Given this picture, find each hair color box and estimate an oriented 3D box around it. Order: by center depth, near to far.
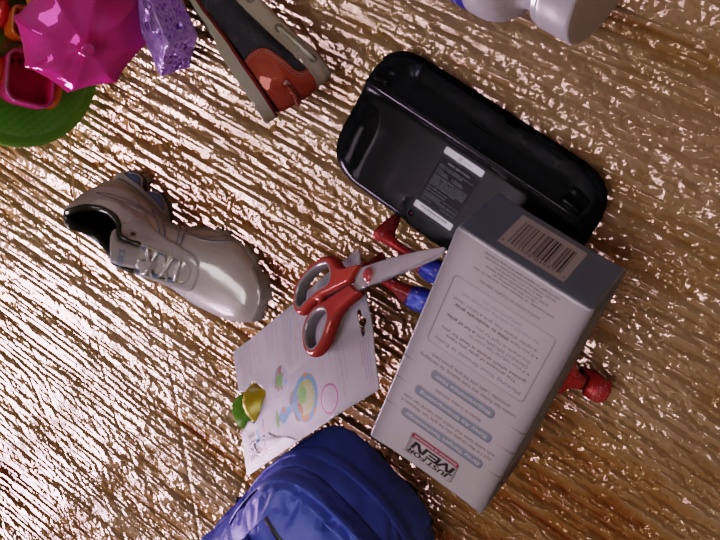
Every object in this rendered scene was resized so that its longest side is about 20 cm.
[{"bbox_3d":[0.087,0.060,0.727,0.099,0.061,0.201,33,130,16],"label":"hair color box"}]

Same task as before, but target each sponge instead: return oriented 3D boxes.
[{"bbox_3d":[-0.182,-0.259,0.846,0.112,0.030,0.201,170,77,-79],"label":"sponge"}]

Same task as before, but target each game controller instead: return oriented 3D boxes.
[{"bbox_3d":[0.072,-0.068,0.757,0.200,0.042,0.105,37,116,21],"label":"game controller"}]

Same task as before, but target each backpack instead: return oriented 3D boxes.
[{"bbox_3d":[-0.042,0.242,0.874,0.162,0.168,0.200,44,125,1],"label":"backpack"}]

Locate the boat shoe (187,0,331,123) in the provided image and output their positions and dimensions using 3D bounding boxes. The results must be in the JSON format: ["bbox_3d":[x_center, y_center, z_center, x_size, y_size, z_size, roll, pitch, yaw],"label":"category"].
[{"bbox_3d":[-0.095,-0.203,0.822,0.062,0.071,0.201,-34,68,2],"label":"boat shoe"}]

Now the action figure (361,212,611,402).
[{"bbox_3d":[0.094,0.033,0.777,0.199,0.052,0.066,36,129,16],"label":"action figure"}]

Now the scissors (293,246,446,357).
[{"bbox_3d":[0.000,0.000,0.780,0.200,0.014,0.074,-42,46,50],"label":"scissors"}]

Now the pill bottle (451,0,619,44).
[{"bbox_3d":[0.071,-0.224,0.664,0.200,0.112,0.113,37,124,19],"label":"pill bottle"}]

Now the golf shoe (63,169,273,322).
[{"bbox_3d":[-0.169,-0.008,0.921,0.199,0.097,0.079,31,120,21],"label":"golf shoe"}]

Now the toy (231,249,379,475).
[{"bbox_3d":[-0.036,0.081,0.876,0.200,0.047,0.116,-36,53,42],"label":"toy"}]

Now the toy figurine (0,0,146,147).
[{"bbox_3d":[-0.237,-0.208,0.853,0.183,0.149,0.202,-3,80,51],"label":"toy figurine"}]
